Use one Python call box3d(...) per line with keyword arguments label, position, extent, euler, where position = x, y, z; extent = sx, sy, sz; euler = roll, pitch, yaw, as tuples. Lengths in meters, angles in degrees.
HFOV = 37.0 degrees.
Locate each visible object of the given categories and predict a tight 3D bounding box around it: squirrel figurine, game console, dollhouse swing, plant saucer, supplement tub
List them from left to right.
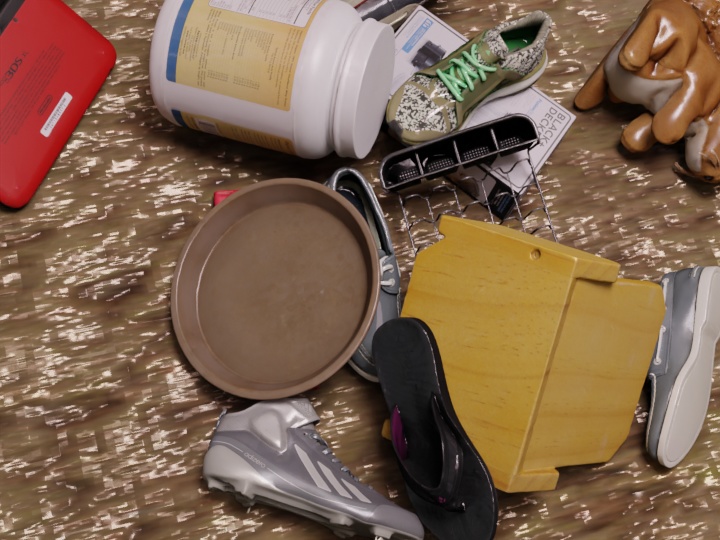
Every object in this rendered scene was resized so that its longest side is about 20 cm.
box3d(label="game console", position=(-0.361, -0.175, 1.026), extent=(0.172, 0.118, 0.202), euler=(39, 62, -28))
box3d(label="supplement tub", position=(-0.079, -0.186, 0.995), extent=(0.197, 0.145, 0.146), euler=(15, 65, 11))
box3d(label="plant saucer", position=(-0.074, 0.017, 0.955), extent=(0.197, 0.029, 0.203), euler=(-6, 70, 15))
box3d(label="dollhouse swing", position=(0.149, 0.070, 0.962), extent=(0.180, 0.175, 0.203), euler=(19, 101, 28))
box3d(label="squirrel figurine", position=(0.352, -0.195, 1.109), extent=(0.186, 0.142, 0.201), euler=(38, 68, -1))

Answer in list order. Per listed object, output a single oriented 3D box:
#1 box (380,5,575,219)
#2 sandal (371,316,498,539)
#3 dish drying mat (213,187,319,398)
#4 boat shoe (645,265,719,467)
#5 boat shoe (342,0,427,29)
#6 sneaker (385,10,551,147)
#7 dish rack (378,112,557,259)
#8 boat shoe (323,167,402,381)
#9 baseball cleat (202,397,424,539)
box3d(label="box", position=(0.103, -0.160, 1.085), extent=(0.199, 0.060, 0.117), euler=(38, 66, 6))
box3d(label="sandal", position=(0.051, 0.138, 0.892), extent=(0.048, 0.075, 0.203), euler=(-1, 67, -60))
box3d(label="dish drying mat", position=(-0.089, 0.015, 0.998), extent=(0.076, 0.018, 0.203), euler=(-5, 69, -13))
box3d(label="boat shoe", position=(0.299, 0.089, 1.031), extent=(0.061, 0.073, 0.203), euler=(4, 67, 39))
box3d(label="boat shoe", position=(0.019, -0.274, 1.106), extent=(0.198, 0.063, 0.071), euler=(-28, 45, -15))
box3d(label="sneaker", position=(0.105, -0.192, 1.016), extent=(0.199, 0.089, 0.077), euler=(-36, 78, -21))
box3d(label="dish rack", position=(0.114, -0.027, 0.998), extent=(0.151, 0.055, 0.203), euler=(-17, 84, 5))
box3d(label="boat shoe", position=(0.000, 0.000, 0.989), extent=(0.072, 0.062, 0.203), euler=(-8, 69, -13))
box3d(label="baseball cleat", position=(-0.032, 0.167, 0.918), extent=(0.197, 0.070, 0.108), euler=(18, 66, -4))
